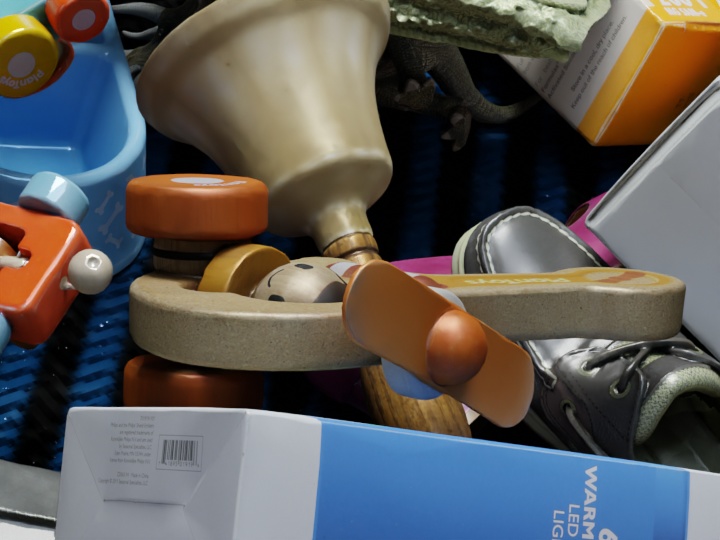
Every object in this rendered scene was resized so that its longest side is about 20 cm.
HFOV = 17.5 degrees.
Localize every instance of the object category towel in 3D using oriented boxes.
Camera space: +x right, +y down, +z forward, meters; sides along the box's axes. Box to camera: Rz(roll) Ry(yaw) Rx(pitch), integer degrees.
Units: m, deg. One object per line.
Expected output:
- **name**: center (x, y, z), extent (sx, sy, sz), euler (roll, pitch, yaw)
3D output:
- **towel**: center (0.007, -0.132, 0.976), extent (0.200, 0.037, 0.148), euler (12, 18, 6)

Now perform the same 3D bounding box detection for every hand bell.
- **hand bell**: center (0.000, 0.000, 0.855), extent (0.104, 0.104, 0.200), euler (-9, 61, -30)

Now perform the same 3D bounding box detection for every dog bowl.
- **dog bowl**: center (-0.147, -0.076, 0.967), extent (0.111, 0.050, 0.200), euler (1, 41, -21)

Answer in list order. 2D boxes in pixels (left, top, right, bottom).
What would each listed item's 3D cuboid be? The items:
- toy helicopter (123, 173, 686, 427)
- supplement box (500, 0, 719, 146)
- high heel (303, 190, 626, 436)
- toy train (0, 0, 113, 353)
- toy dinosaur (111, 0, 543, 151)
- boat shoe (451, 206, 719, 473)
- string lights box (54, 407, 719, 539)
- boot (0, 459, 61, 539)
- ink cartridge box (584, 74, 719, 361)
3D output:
- **toy helicopter**: center (0.024, 0.013, 0.764), extent (0.200, 0.079, 0.132), euler (-2, 8, -26)
- **supplement box**: center (0.105, -0.148, 1.118), extent (0.126, 0.074, 0.200), euler (-6, 43, -45)
- **high heel**: center (0.051, -0.005, 0.951), extent (0.096, 0.067, 0.200), euler (42, 56, 11)
- **toy train**: center (-0.122, -0.047, 0.845), extent (0.150, 0.056, 0.200), euler (9, 55, 24)
- **toy dinosaur**: center (-0.004, -0.102, 1.036), extent (0.200, 0.077, 0.102), euler (-6, 52, -24)
- **boat shoe**: center (0.110, 0.052, 0.863), extent (0.072, 0.066, 0.201), euler (-27, 75, -26)
- **string lights box**: center (0.017, 0.081, 0.731), extent (0.200, 0.103, 0.059), euler (10, 82, -35)
- **boot**: center (-0.135, 0.070, 0.782), extent (0.200, 0.073, 0.182), euler (6, 53, -6)
- **ink cartridge box**: center (0.187, -0.019, 0.938), extent (0.146, 0.083, 0.200), euler (46, 25, 4)
